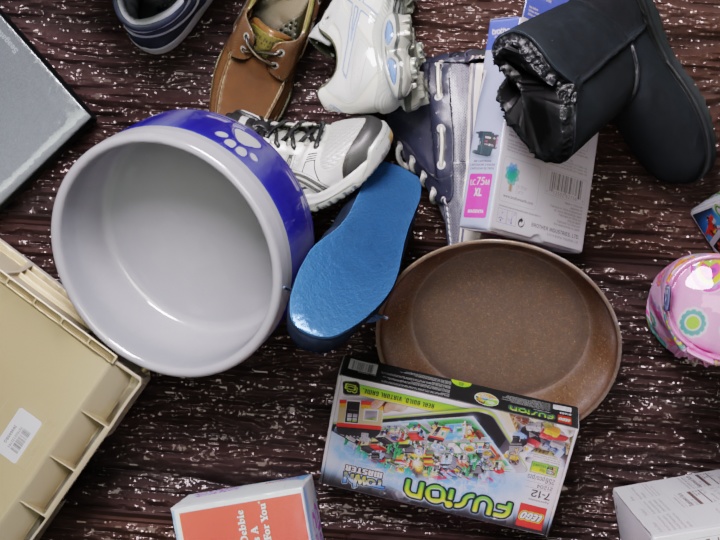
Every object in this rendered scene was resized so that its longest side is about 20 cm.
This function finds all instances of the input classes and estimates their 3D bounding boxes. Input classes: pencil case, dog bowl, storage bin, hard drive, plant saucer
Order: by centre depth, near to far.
[{"bbox_3d":[0.266,0.031,1.015,0.086,0.200,0.089,0,89,8],"label":"pencil case"},{"bbox_3d":[-0.139,-0.022,1.040,0.198,0.079,0.202,8,115,18],"label":"dog bowl"},{"bbox_3d":[0.112,0.052,1.071,0.198,0.037,0.202,6,125,8],"label":"plant saucer"},{"bbox_3d":[-0.305,0.105,1.106,0.198,0.094,0.201,36,92,2],"label":"storage bin"},{"bbox_3d":[-0.345,-0.115,1.135,0.200,0.033,0.140,-43,88,3],"label":"hard drive"}]

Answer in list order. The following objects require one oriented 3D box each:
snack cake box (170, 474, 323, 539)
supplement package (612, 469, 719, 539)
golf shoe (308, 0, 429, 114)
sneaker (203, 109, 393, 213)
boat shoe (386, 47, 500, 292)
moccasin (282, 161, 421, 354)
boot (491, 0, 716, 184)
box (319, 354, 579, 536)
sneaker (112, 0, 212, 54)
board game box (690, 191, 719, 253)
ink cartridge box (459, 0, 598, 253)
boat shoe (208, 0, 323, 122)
[{"bbox_3d":[-0.082,0.283,1.106,0.114,0.067,0.202,-10,90,5],"label":"snack cake box"},{"bbox_3d":[0.273,0.252,1.017,0.110,0.200,0.158,-10,90,4],"label":"supplement package"},{"bbox_3d":[0.000,-0.218,1.072,0.096,0.078,0.202,-9,62,16],"label":"golf shoe"},{"bbox_3d":[-0.073,-0.092,1.059,0.198,0.076,0.088,-18,121,24],"label":"sneaker"},{"bbox_3d":[0.070,-0.084,1.099,0.092,0.075,0.202,4,91,20],"label":"boat shoe"},{"bbox_3d":[0.000,0.000,1.028,0.080,0.068,0.200,31,47,6],"label":"moccasin"},{"bbox_3d":[0.188,-0.123,1.024,0.168,0.076,0.201,-41,113,-36],"label":"boot"},{"bbox_3d":[0.072,0.145,1.090,0.198,0.035,0.111,12,116,4],"label":"box"},{"bbox_3d":[-0.135,-0.273,1.082,0.070,0.108,0.201,33,93,2],"label":"sneaker"},{"bbox_3d":[0.333,-0.014,1.011,0.034,0.200,0.127,-32,89,-8],"label":"board game box"},{"bbox_3d":[0.145,-0.122,1.064,0.042,0.119,0.202,9,88,48],"label":"ink cartridge box"},{"bbox_3d":[-0.080,-0.193,1.099,0.071,0.068,0.202,20,94,0],"label":"boat shoe"}]
